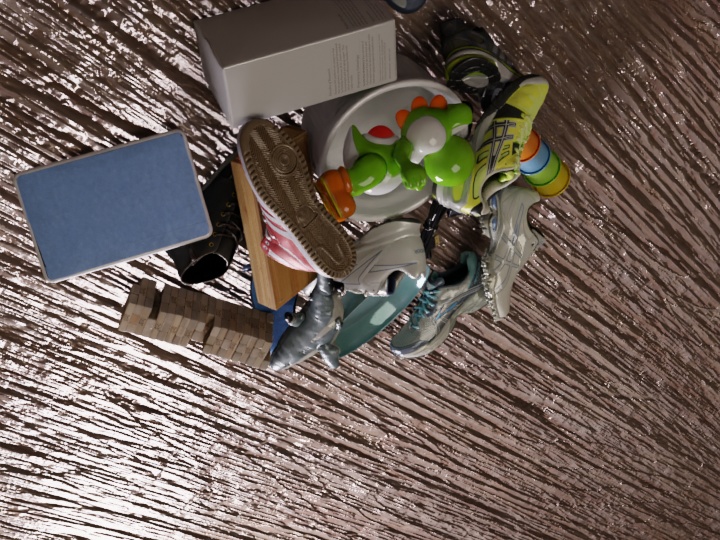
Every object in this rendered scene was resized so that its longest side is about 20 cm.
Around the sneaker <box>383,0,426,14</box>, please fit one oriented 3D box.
[{"bbox_3d":[0.041,-0.350,1.114,0.070,0.082,0.201,-30,138,-3],"label":"sneaker"}]

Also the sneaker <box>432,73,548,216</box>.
[{"bbox_3d":[0.174,-0.149,1.255,0.201,0.076,0.075,-54,153,-3],"label":"sneaker"}]

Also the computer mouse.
[{"bbox_3d":[0.141,-0.084,1.385,0.200,0.046,0.141,-40,162,-46],"label":"computer mouse"}]

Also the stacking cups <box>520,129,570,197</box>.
[{"bbox_3d":[0.231,-0.160,1.391,0.060,0.061,0.200,-41,150,9],"label":"stacking cups"}]

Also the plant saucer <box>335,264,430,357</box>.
[{"bbox_3d":[0.013,0.049,1.459,0.200,0.036,0.200,-38,163,-14],"label":"plant saucer"}]

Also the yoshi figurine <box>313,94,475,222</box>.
[{"bbox_3d":[0.053,-0.114,1.181,0.199,0.113,0.112,-31,142,-8],"label":"yoshi figurine"}]

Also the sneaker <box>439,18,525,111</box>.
[{"bbox_3d":[0.157,-0.258,1.279,0.073,0.082,0.200,-22,163,23],"label":"sneaker"}]

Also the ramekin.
[{"bbox_3d":[0.024,-0.169,1.262,0.199,0.098,0.202,-17,136,-17],"label":"ramekin"}]

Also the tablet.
[{"bbox_3d":[-0.280,-0.074,1.171,0.198,0.014,0.131,-17,103,-9],"label":"tablet"}]

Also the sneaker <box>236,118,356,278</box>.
[{"bbox_3d":[-0.090,-0.076,1.155,0.071,0.112,0.201,-39,109,-21],"label":"sneaker"}]

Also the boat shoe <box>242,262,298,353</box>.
[{"bbox_3d":[-0.124,0.022,1.375,0.083,0.069,0.201,-1,129,-19],"label":"boat shoe"}]

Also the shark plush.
[{"bbox_3d":[-0.061,0.066,1.313,0.083,0.092,0.200,-8,154,-23],"label":"shark plush"}]

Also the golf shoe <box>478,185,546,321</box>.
[{"bbox_3d":[0.219,-0.023,1.468,0.096,0.078,0.202,-2,110,1],"label":"golf shoe"}]

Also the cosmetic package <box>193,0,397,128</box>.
[{"bbox_3d":[-0.070,-0.243,1.130,0.198,0.108,0.085,-19,138,-13],"label":"cosmetic package"}]

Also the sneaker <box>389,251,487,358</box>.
[{"bbox_3d":[0.113,0.046,1.547,0.200,0.078,0.086,-42,126,0],"label":"sneaker"}]

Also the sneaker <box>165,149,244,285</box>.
[{"bbox_3d":[-0.150,-0.067,1.244,0.200,0.107,0.075,-39,138,7],"label":"sneaker"}]

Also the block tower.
[{"bbox_3d":[-0.205,0.068,1.326,0.198,0.054,0.058,18,129,-17],"label":"block tower"}]

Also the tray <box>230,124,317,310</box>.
[{"bbox_3d":[-0.094,-0.062,1.241,0.099,0.037,0.201,-39,135,-38],"label":"tray"}]

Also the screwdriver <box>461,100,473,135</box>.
[{"bbox_3d":[0.131,-0.159,1.356,0.029,0.028,0.200,-16,155,-4],"label":"screwdriver"}]

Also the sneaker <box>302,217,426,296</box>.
[{"bbox_3d":[0.000,0.000,1.339,0.199,0.088,0.074,-24,168,34],"label":"sneaker"}]
